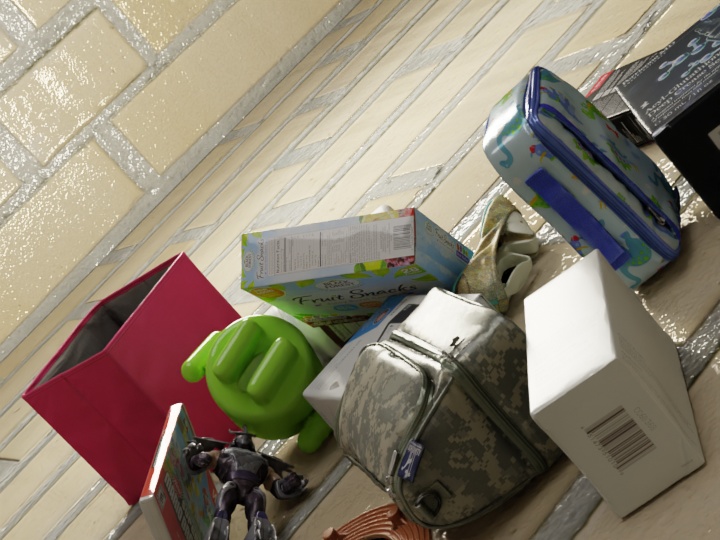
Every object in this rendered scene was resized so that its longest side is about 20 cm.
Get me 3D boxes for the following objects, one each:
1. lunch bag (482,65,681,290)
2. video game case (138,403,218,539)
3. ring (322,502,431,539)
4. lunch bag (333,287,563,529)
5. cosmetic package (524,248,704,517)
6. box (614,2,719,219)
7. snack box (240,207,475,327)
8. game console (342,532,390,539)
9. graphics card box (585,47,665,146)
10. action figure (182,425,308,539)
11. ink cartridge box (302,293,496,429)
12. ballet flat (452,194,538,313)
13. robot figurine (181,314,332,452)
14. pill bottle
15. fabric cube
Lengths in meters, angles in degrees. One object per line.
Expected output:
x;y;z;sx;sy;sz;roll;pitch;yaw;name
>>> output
0.203;-0.082;1.448;0.082;0.200;0.161;-42;12;26;lunch bag
-0.176;0.240;1.617;0.017;0.143;0.200;-16;20;8;video game case
-0.023;0.263;1.302;0.200;0.019;0.201;-38;19;15;ring
0.070;0.121;1.333;0.168;0.139;0.200;-45;19;-6;lunch bag
0.188;0.080;1.215;0.081;0.113;0.200;-37;15;16;cosmetic package
0.341;-0.157;1.495;0.148;0.107;0.200;-39;15;11;box
0.000;0.000;1.674;0.199;0.169;0.068;-9;70;23;snack box
-0.057;0.304;1.367;0.200;0.031;0.177;-24;27;49;game console
0.315;-0.189;1.753;0.200;0.051;0.126;-21;25;55;graphics card box
-0.116;0.221;1.587;0.200;0.130;0.070;-93;15;-54;action figure
0.051;0.100;1.544;0.145;0.084;0.200;-47;16;-18;ink cartridge box
0.151;-0.016;1.673;0.071;0.071;0.200;-31;18;34;ballet flat
-0.099;0.116;1.713;0.116;0.175;0.200;-61;-13;-11;robot figurine
-0.012;0.029;1.836;0.200;0.114;0.114;-40;15;8;pill bottle
-0.253;0.136;1.979;0.200;0.199;0.196;-27;22;43;fabric cube
